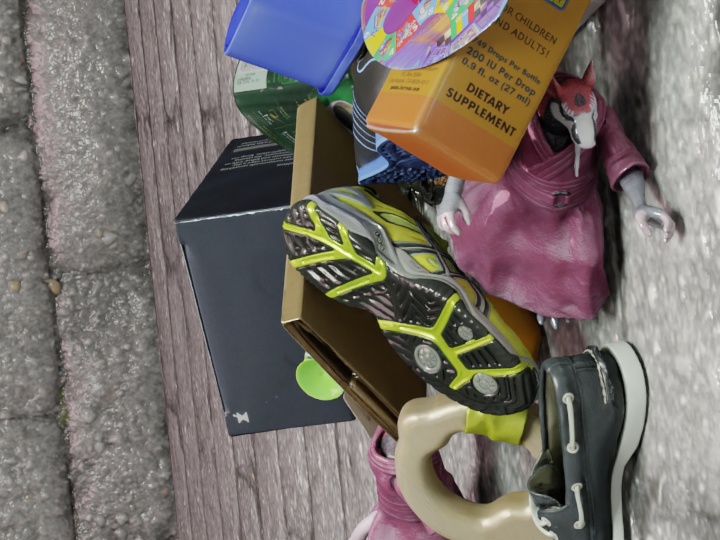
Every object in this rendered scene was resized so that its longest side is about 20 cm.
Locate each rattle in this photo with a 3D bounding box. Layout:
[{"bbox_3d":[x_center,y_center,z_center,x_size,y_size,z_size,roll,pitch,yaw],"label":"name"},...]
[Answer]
[{"bbox_3d":[0.098,0.141,1.315,0.143,0.130,0.201,-103,-11,-61],"label":"rattle"}]

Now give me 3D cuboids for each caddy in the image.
[{"bbox_3d":[-0.016,-0.198,1.208,0.200,0.105,0.142,132,152,-69],"label":"caddy"}]

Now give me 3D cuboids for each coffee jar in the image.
[{"bbox_3d":[0.003,-0.140,1.368,0.200,0.104,0.086,-2,59,50],"label":"coffee jar"}]

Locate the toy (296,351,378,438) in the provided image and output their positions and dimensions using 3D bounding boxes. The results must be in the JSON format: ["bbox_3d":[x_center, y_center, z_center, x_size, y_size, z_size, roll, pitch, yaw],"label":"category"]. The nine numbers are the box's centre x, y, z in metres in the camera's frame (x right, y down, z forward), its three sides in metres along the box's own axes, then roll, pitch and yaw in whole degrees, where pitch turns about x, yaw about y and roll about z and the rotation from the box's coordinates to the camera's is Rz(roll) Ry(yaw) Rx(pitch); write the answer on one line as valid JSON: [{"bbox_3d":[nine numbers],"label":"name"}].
[{"bbox_3d":[-0.011,0.025,1.366,0.115,0.047,0.200,56,-152,-20],"label":"toy"}]

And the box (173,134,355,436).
[{"bbox_3d":[-0.059,0.004,1.592,0.200,0.117,0.198,-66,-34,-64],"label":"box"}]

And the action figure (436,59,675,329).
[{"bbox_3d":[0.122,-0.061,1.125,0.200,0.133,0.149,99,-174,-51],"label":"action figure"}]

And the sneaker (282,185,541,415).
[{"bbox_3d":[0.045,0.010,1.206,0.200,0.076,0.076,42,134,12],"label":"sneaker"}]

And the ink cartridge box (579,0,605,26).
[{"bbox_3d":[0.078,-0.236,1.188,0.148,0.085,0.201,135,126,-72],"label":"ink cartridge box"}]

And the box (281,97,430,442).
[{"bbox_3d":[0.000,0.000,1.319,0.164,0.021,0.201,46,-145,-40],"label":"box"}]

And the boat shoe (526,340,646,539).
[{"bbox_3d":[0.133,0.132,1.188,0.076,0.060,0.201,-119,26,-57],"label":"boat shoe"}]

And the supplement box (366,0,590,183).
[{"bbox_3d":[0.082,-0.152,1.040,0.069,0.066,0.201,12,75,64],"label":"supplement box"}]

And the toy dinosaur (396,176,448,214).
[{"bbox_3d":[0.033,-0.118,1.478,0.200,0.102,0.136,-86,15,-52],"label":"toy dinosaur"}]

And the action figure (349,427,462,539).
[{"bbox_3d":[0.034,0.161,1.423,0.134,0.148,0.201,-102,-1,-47],"label":"action figure"}]

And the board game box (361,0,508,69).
[{"bbox_3d":[0.050,-0.207,1.030,0.158,0.039,0.201,16,77,61],"label":"board game box"}]

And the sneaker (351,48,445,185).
[{"bbox_3d":[0.029,-0.104,1.192,0.200,0.070,0.078,117,147,-81],"label":"sneaker"}]
